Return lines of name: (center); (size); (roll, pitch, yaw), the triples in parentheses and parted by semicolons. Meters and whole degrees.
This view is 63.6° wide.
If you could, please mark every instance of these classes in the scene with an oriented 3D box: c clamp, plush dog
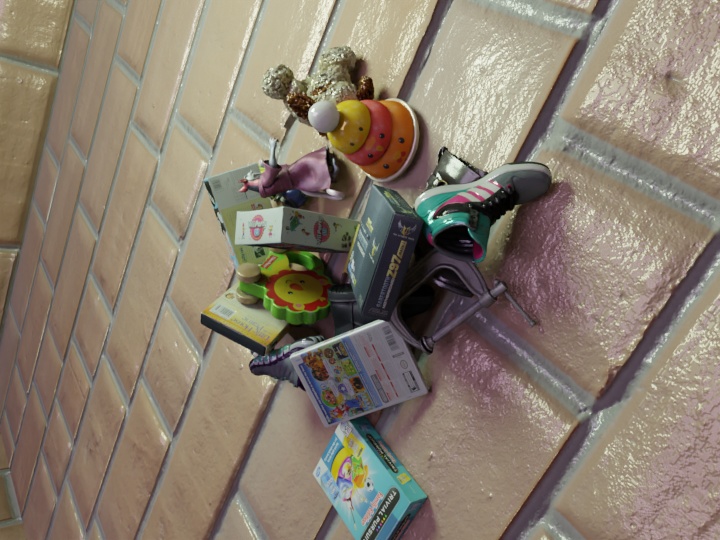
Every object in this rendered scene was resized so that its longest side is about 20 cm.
c clamp: (0.129, 0.057, 0.866); (0.199, 0.027, 0.172); (-36, 87, 30)
plush dog: (-0.067, -0.316, 1.083); (0.172, 0.197, 0.163); (41, 149, 58)

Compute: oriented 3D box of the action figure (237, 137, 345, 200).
action figure: (-0.142, -0.178, 1.141); (0.134, 0.197, 0.151); (141, 110, -86)

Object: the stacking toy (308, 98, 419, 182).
stacking toy: (-0.010, -0.236, 0.981); (0.145, 0.198, 0.149); (-4, 84, 46)

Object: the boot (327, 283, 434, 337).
boot: (0.038, 0.109, 0.999); (0.197, 0.076, 0.171); (-1, 106, 22)

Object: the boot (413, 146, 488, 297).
boot: (0.147, -0.078, 0.905); (0.200, 0.069, 0.175); (49, 113, 28)

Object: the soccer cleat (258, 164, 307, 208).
soccer cleat: (-0.169, -0.192, 1.256); (0.084, 0.065, 0.200); (-49, 44, -5)

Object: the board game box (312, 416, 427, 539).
board game box: (0.009, 0.377, 1.024); (0.200, 0.046, 0.153); (45, 118, 39)

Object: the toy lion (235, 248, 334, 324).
toy lion: (-0.127, 0.024, 1.110); (0.189, 0.201, 0.070); (18, 123, 11)

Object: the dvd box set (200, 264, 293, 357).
dvd box set: (-0.189, 0.071, 1.116); (0.144, 0.200, 0.030); (24, 125, 12)

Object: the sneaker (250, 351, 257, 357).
sneaker: (-0.184, 0.089, 1.210); (0.129, 0.078, 0.203); (-1, 84, 54)

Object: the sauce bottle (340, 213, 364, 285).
sauce bottle: (0.000, 0.000, 1.049); (0.064, 0.064, 0.203); (33, 109, 42)

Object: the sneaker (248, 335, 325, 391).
sneaker: (-0.134, 0.186, 1.065); (0.199, 0.074, 0.089); (-26, 74, 41)

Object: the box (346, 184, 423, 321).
box: (0.031, -0.035, 0.902); (0.200, 0.050, 0.160); (-112, 38, -68)

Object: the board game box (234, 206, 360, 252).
board game box: (-0.108, -0.070, 1.070); (0.146, 0.198, 0.066); (1, 86, 46)

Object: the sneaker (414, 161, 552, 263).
sneaker: (0.174, -0.075, 0.802); (0.197, 0.084, 0.122); (-16, 48, 15)

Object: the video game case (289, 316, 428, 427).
video game case: (-0.003, 0.171, 0.972); (0.197, 0.018, 0.145); (-23, 102, 17)

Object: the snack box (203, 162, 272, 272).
snack box: (-0.237, -0.110, 1.213); (0.037, 0.115, 0.203); (-1, 109, 60)

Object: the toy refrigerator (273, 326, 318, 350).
toy refrigerator: (-0.081, 0.188, 1.112); (0.199, 0.075, 0.071); (36, 112, 41)
